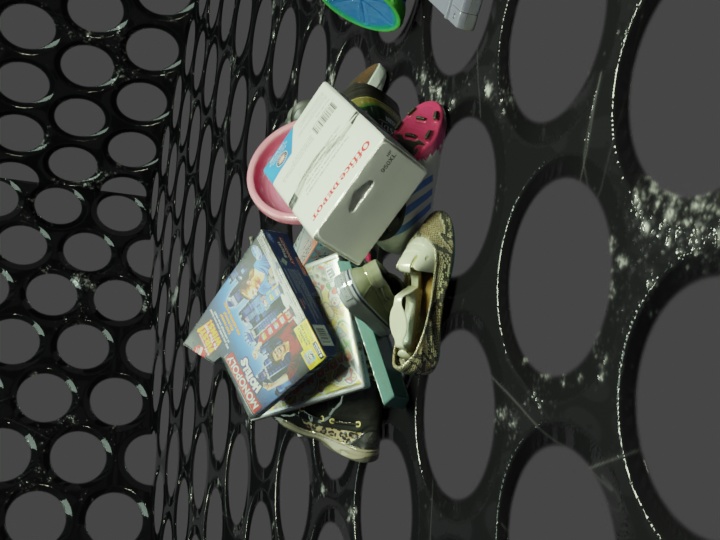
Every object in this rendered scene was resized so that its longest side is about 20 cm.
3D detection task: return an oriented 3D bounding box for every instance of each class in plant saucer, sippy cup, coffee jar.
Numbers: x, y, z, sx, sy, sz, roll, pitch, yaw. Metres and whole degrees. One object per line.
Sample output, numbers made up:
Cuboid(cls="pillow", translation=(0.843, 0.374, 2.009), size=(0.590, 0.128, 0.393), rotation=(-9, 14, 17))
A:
Cuboid(cls="plant saucer", translation=(-0.079, -0.149, 1.493), size=(0.051, 0.196, 0.204), rotation=(68, -170, -54))
Cuboid(cls="sippy cup", translation=(0.021, -0.429, 1.336), size=(0.133, 0.138, 0.177), rotation=(-66, 21, -9))
Cuboid(cls="plant saucer", translation=(0.019, 0.081, 1.247), size=(0.019, 0.070, 0.203), rotation=(-26, 69, 17))
Cuboid(cls="coffee jar", translation=(0.015, -0.157, 1.311), size=(0.085, 0.103, 0.204), rotation=(-29, 53, 32))

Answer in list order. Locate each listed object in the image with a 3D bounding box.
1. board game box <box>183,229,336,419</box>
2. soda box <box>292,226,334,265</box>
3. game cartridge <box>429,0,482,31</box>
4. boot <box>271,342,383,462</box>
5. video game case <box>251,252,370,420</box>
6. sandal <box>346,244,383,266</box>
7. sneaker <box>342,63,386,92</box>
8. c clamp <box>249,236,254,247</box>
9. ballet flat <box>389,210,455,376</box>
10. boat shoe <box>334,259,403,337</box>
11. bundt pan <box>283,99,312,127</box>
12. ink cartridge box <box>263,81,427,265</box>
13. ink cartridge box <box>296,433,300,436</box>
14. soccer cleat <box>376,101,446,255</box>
Cuboid(cls="board game box", translation=(-0.141, 0.087, 1.295), size=(0.199, 0.061, 0.202), rotation=(-39, 66, 24))
Cuboid(cls="soda box", translation=(-0.067, -0.036, 1.570), size=(0.201, 0.062, 0.070), rotation=(126, 144, -54))
Cuboid(cls="game cartridge", translation=(0.117, -0.399, 1.206), size=(0.201, 0.038, 0.132), rotation=(-115, 32, -55))
Cuboid(cls="boot", translation=(-0.042, 0.162, 1.334), size=(0.197, 0.073, 0.154), rotation=(24, 106, 30))
Cuboid(cls="video game case", translation=(-0.088, 0.094, 1.309), size=(0.197, 0.023, 0.186), rotation=(-20, 75, 29))
Cuboid(cls="sandal", translation=(0.000, 0.000, 1.362), size=(0.075, 0.044, 0.202), rotation=(-52, 28, 35))
Cuboid(cls="sneaker", translation=(-0.005, -0.212, 1.434), size=(0.072, 0.084, 0.203), rotation=(9, 67, 60))
Cuboid(cls="c clamp", translation=(-0.177, 0.035, 1.529), size=(0.200, 0.026, 0.175), rotation=(-93, -8, -86))
Cuboid(cls="ballet flat", translation=(0.070, 0.027, 1.149), size=(0.067, 0.074, 0.205), rotation=(9, 93, 47))
Cuboid(cls="boat shoe", translation=(0.029, 0.036, 1.197), size=(0.073, 0.061, 0.200), rotation=(69, -167, 16))
Cuboid(cls="bundt pan", translation=(-0.096, -0.208, 1.682), size=(0.201, 0.074, 0.207), rotation=(-175, 90, -70))
Cuboid(cls="ink cartridge box", translation=(-0.024, -0.123, 1.180), size=(0.146, 0.084, 0.200), rotation=(-53, 36, 11))
Cuboid(cls="ink cartridge box", translation=(-0.094, 0.127, 1.462), size=(0.145, 0.083, 0.203), rotation=(-122, 19, -57))
Cuboid(cls="soccer cleat", translation=(0.067, -0.114, 1.216), size=(0.069, 0.086, 0.203), rotation=(11, 73, 37))
